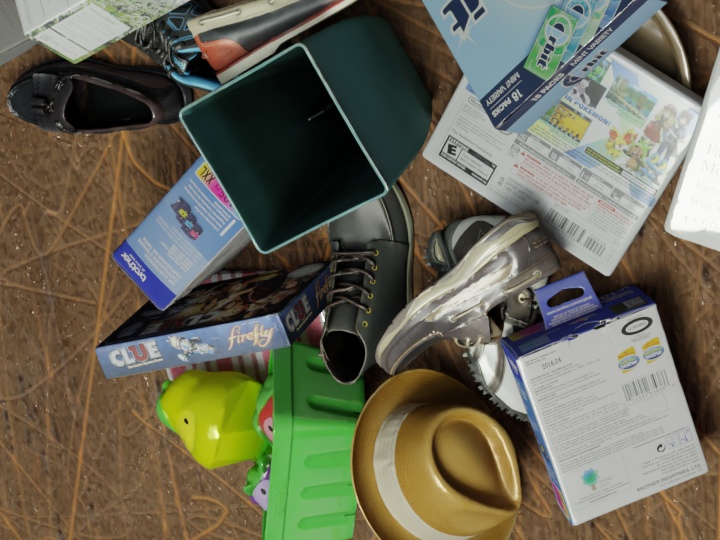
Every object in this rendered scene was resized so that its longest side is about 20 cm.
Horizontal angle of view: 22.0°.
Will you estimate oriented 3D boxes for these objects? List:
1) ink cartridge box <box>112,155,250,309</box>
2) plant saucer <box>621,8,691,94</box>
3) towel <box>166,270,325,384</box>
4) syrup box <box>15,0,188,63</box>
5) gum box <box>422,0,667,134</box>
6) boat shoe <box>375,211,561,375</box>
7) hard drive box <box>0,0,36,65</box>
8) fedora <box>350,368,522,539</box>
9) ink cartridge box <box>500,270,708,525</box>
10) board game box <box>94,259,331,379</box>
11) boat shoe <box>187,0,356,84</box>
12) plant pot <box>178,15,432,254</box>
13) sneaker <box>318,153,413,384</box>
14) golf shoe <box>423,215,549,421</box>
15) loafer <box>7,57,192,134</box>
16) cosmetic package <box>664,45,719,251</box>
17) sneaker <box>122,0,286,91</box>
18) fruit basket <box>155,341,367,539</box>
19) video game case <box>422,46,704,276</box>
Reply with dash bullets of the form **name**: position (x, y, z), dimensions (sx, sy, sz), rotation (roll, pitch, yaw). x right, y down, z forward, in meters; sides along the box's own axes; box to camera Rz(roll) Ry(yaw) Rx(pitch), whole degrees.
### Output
- **ink cartridge box**: position (-0.139, -0.049, 1.719), dimensions (0.076, 0.136, 0.200), rotation (46, 123, 3)
- **plant saucer**: position (0.189, -0.166, 1.588), dimensions (0.199, 0.029, 0.201), rotation (10, 117, 20)
- **towel**: position (-0.110, 0.066, 1.834), dimensions (0.199, 0.030, 0.147), rotation (-3, 111, 23)
- **syrup box**: position (-0.209, -0.273, 1.658), dimensions (0.199, 0.079, 0.082), rotation (-27, 65, 20)
- **gum box**: position (0.134, -0.243, 1.513), dimensions (0.170, 0.044, 0.200), rotation (-42, 62, 30)
- **boat shoe**: position (0.093, 0.034, 1.618), dimensions (0.200, 0.074, 0.073), rotation (-44, 81, 26)
- **hard drive box**: position (-0.387, -0.252, 1.713), dimensions (0.077, 0.200, 0.156), rotation (-30, 97, 33)
- **fedora**: position (0.087, 0.182, 1.692), dimensions (0.082, 0.200, 0.201), rotation (-17, 106, 53)
- **ink cartridge box**: position (0.212, 0.104, 1.640), dimensions (0.136, 0.076, 0.201), rotation (-21, 106, -4)
- **board game box**: position (-0.133, 0.045, 1.740), dimensions (0.199, 0.136, 0.035), rotation (-11, 107, 24)
- **boat shoe**: position (-0.052, -0.233, 1.563), dimensions (0.200, 0.071, 0.063), rotation (-30, 95, 14)
- **plant pot**: position (-0.026, -0.136, 1.599), dimensions (0.141, 0.200, 0.142), rotation (-25, 101, 32)
- **sneaker**: position (0.000, 0.000, 1.704), dimensions (0.074, 0.106, 0.201), rotation (-1, 112, 25)
- **golf shoe**: position (0.136, 0.043, 1.679), dimensions (0.094, 0.078, 0.201), rotation (-20, 104, 30)
- **loafer**: position (-0.261, -0.164, 1.776), dimensions (0.199, 0.063, 0.072), rotation (3, 113, 24)
- **cosmetic package**: position (0.357, -0.118, 1.451), dimensions (0.164, 0.165, 0.201), rotation (20, 119, 14)
- **sneaker**: position (-0.165, -0.216, 1.698), dimensions (0.199, 0.082, 0.073), rotation (22, 123, 16)
- **fruit basket**: position (-0.100, 0.163, 1.780), dimensions (0.215, 0.156, 0.216), rotation (-1, 131, -2)
- **video game case**: position (0.174, -0.119, 1.587), dimensions (0.200, 0.022, 0.183), rotation (34, 122, 9)
